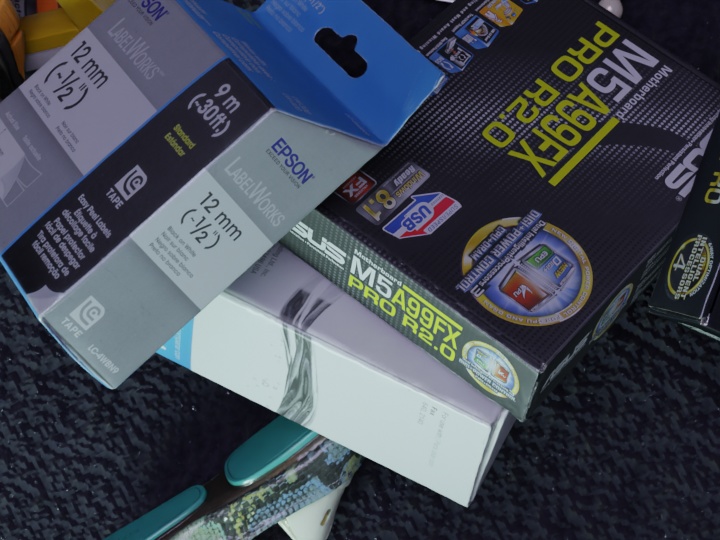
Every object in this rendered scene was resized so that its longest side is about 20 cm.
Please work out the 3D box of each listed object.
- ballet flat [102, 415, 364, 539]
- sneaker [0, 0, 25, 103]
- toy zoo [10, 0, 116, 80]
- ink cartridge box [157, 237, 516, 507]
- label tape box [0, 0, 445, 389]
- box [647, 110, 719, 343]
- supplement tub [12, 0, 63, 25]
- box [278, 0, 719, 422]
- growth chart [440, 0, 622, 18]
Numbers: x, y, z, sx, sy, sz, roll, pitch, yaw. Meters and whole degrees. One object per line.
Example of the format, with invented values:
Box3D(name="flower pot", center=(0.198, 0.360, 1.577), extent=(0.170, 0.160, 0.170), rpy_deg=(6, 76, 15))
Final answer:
Box3D(name="ballet flat", center=(-0.056, 0.126, 1.097), extent=(0.199, 0.074, 0.075), rpy_deg=(-34, 81, 6))
Box3D(name="sneaker", center=(-0.190, -0.055, 1.068), extent=(0.078, 0.201, 0.078), rpy_deg=(1, 53, 16))
Box3D(name="toy zoo", center=(-0.179, -0.110, 1.075), extent=(0.199, 0.131, 0.021), rpy_deg=(-9, 47, 29))
Box3D(name="ink cartridge box", center=(0.000, 0.000, 1.052), extent=(0.199, 0.086, 0.147), rpy_deg=(27, 55, 9))
Box3D(name="label tape box", center=(-0.079, -0.065, 0.968), extent=(0.200, 0.066, 0.143), rpy_deg=(-43, 42, 1))
Box3D(name="box", center=(0.245, -0.020, 1.012), extent=(0.199, 0.049, 0.162), rpy_deg=(24, 85, -28))
Box3D(name="supplement tub", center=(-0.179, -0.161, 1.116), extent=(0.198, 0.107, 0.108), rpy_deg=(9, 86, 9))
Box3D(name="box", center=(0.074, -0.046, 1.018), extent=(0.160, 0.044, 0.200), rpy_deg=(36, 57, 18))
Box3D(name="growth chart", center=(0.060, -0.200, 1.128), extent=(0.198, 0.018, 0.146), rpy_deg=(6, 85, 8))
